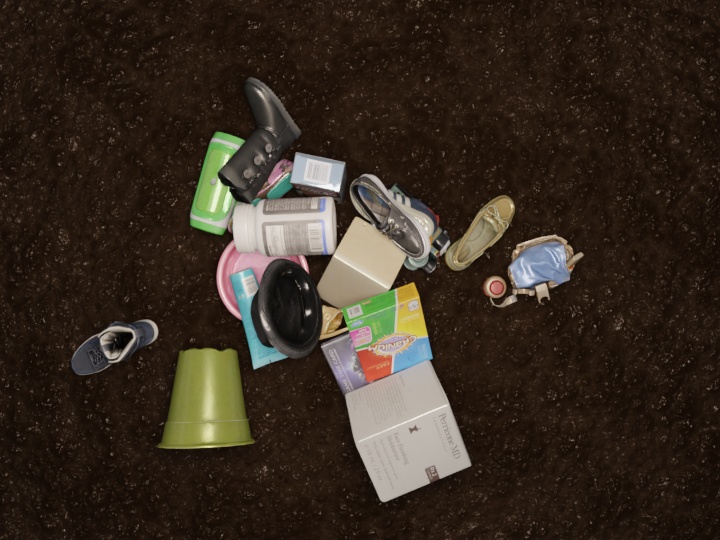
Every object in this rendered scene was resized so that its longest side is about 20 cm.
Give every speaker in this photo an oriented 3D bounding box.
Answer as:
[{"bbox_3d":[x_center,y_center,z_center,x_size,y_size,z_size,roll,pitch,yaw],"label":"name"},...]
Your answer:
[{"bbox_3d":[-0.298,-0.182,1.372,0.087,0.088,0.204,16,91,0],"label":"speaker"}]

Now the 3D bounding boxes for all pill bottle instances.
[{"bbox_3d":[-0.149,-0.086,1.299,0.195,0.114,0.117,-2,91,3],"label":"pill bottle"}]

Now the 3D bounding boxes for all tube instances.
[{"bbox_3d":[-0.216,0.097,1.349,0.076,0.050,0.204,-18,95,-4],"label":"tube"}]

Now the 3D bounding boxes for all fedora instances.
[{"bbox_3d":[-0.161,0.083,1.306,0.090,0.199,0.204,-20,92,35],"label":"fedora"}]

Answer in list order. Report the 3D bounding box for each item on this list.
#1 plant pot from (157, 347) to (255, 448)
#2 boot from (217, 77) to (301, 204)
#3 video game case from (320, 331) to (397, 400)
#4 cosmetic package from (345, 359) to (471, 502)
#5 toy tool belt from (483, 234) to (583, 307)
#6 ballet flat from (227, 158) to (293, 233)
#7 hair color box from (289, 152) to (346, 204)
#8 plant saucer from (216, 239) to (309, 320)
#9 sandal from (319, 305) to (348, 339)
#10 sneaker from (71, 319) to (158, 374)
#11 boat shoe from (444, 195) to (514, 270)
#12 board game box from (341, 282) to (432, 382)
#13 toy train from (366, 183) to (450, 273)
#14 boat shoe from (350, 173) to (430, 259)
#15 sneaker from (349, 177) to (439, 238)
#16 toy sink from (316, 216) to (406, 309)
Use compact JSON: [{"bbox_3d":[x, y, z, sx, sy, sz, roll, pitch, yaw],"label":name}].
[{"bbox_3d":[-0.316,0.261,1.345,0.195,0.200,0.195,-1,80,0],"label":"plant pot"},{"bbox_3d":[-0.228,-0.262,1.324,0.165,0.065,0.201,47,71,-32],"label":"boot"},{"bbox_3d":[0.031,0.178,1.388,0.197,0.019,0.145,-24,111,1],"label":"video game case"},{"bbox_3d":[0.093,0.322,1.320,0.197,0.166,0.167,-22,115,1],"label":"cosmetic package"},{"bbox_3d":[0.356,0.005,1.353,0.197,0.123,0.127,-23,91,1],"label":"toy tool belt"},{"bbox_3d":[-0.214,-0.161,1.385,0.200,0.069,0.071,-44,60,-6],"label":"ballet flat"},{"bbox_3d":[-0.080,-0.182,1.312,0.097,0.200,0.062,12,90,0],"label":"hair color box"},{"bbox_3d":[-0.206,0.014,1.393,0.196,0.051,0.206,0,91,1],"label":"plant saucer"},{"bbox_3d":[-0.075,0.111,1.371,0.209,0.077,0.071,-26,84,17],"label":"sandal"},{"bbox_3d":[-0.537,0.166,1.353,0.199,0.146,0.078,-28,93,2],"label":"sneaker"},{"bbox_3d":[0.259,-0.080,1.371,0.200,0.063,0.073,-42,93,-10],"label":"boat shoe"},{"bbox_3d":[0.058,0.128,1.303,0.150,0.041,0.202,-20,135,-1],"label":"board game box"},{"bbox_3d":[0.099,-0.089,1.376,0.200,0.085,0.114,42,82,-1],"label":"toy train"},{"bbox_3d":[0.053,-0.099,1.240,0.070,0.066,0.201,-39,85,36],"label":"boat shoe"},{"bbox_3d":[0.071,-0.127,1.312,0.198,0.084,0.076,34,123,16],"label":"sneaker"},{"bbox_3d":[0.000,0.000,1.350,0.129,0.200,0.113,30,62,-1],"label":"toy sink"}]
